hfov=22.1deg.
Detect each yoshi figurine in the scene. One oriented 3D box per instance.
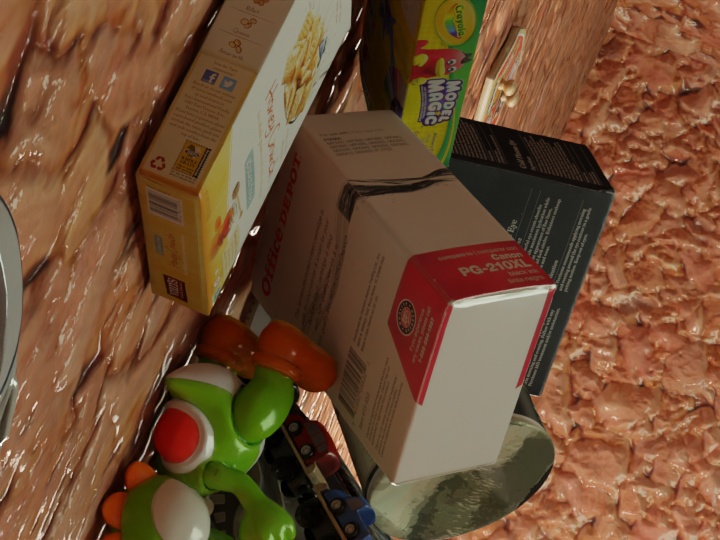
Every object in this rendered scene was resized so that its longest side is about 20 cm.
[{"bbox_3d":[-0.087,0.133,1.130,0.201,0.112,0.112,-62,177,-22],"label":"yoshi figurine"}]

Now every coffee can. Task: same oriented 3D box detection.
[{"bbox_3d":[0.046,0.081,1.398,0.147,0.146,0.201,103,-26,-47],"label":"coffee can"}]

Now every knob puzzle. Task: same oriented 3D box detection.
[{"bbox_3d":[0.174,-0.209,2.246,0.220,0.030,0.221,21,90,-82],"label":"knob puzzle"}]

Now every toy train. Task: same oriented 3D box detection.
[{"bbox_3d":[-0.037,0.117,1.172,0.046,0.200,0.034,-28,141,-4],"label":"toy train"}]

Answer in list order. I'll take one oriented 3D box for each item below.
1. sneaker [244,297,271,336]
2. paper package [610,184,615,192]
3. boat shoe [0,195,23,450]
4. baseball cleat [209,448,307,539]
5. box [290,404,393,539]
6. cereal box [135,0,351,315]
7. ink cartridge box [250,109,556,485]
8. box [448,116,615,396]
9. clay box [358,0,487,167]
[{"bbox_3d":[0.000,0.000,1.337,0.070,0.108,0.200,104,10,-45],"label":"sneaker"},{"bbox_3d":[0.115,-0.020,1.728,0.191,0.199,0.104,103,12,-45],"label":"paper package"},{"bbox_3d":[-0.148,0.033,0.610,0.200,0.073,0.065,-62,-177,39],"label":"boat shoe"},{"bbox_3d":[-0.069,0.167,1.223,0.201,0.069,0.107,-103,-152,-48],"label":"baseball cleat"},{"bbox_3d":[-0.021,0.184,1.407,0.050,0.158,0.200,-33,159,-1],"label":"box"},{"bbox_3d":[-0.056,-0.093,0.963,0.144,0.039,0.201,94,19,-66],"label":"cereal box"},{"bbox_3d":[0.020,0.011,1.160,0.084,0.200,0.145,-8,131,-31],"label":"ink cartridge box"},{"bbox_3d":[0.089,-0.017,1.548,0.104,0.181,0.201,-108,-148,-61],"label":"box"},{"bbox_3d":[0.038,-0.156,1.224,0.200,0.047,0.115,100,-18,-54],"label":"clay box"}]
